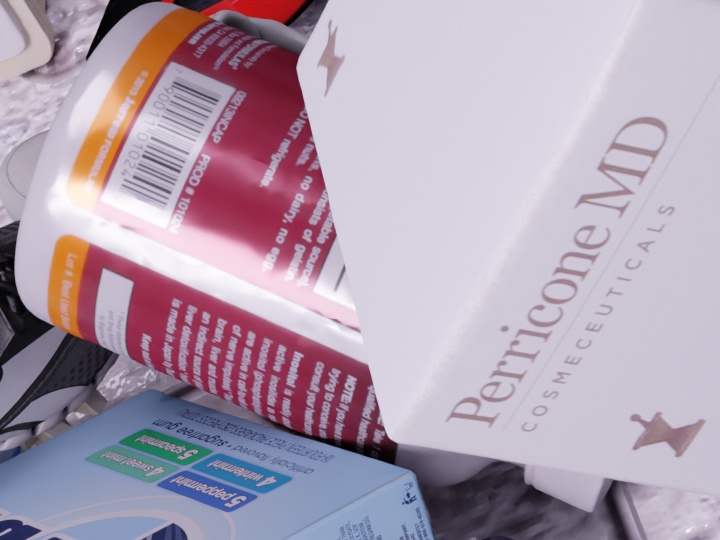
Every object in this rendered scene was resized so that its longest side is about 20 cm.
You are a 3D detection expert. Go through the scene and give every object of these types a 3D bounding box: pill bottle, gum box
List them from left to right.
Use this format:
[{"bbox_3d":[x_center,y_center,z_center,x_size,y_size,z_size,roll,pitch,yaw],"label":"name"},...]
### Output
[{"bbox_3d":[-0.101,0.108,0.917,0.200,0.045,0.170,-26,20,-27],"label":"gum box"},{"bbox_3d":[0.000,0.000,0.953,0.200,0.113,0.113,24,58,9],"label":"pill bottle"}]

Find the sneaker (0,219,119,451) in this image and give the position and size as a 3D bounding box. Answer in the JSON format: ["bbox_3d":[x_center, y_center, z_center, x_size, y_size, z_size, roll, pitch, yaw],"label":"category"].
[{"bbox_3d":[-0.138,0.028,0.988,0.200,0.091,0.066,-36,77,-31],"label":"sneaker"}]

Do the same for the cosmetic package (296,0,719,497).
[{"bbox_3d":[0.112,-0.048,0.837,0.166,0.200,0.167,-104,32,-45],"label":"cosmetic package"}]

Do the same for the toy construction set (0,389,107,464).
[{"bbox_3d":[-0.188,0.087,1.055,0.200,0.092,0.131,-44,15,-27],"label":"toy construction set"}]

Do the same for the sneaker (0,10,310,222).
[{"bbox_3d":[-0.055,-0.055,1.064,0.200,0.092,0.076,-5,45,31],"label":"sneaker"}]

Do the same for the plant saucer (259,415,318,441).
[{"bbox_3d":[0.030,-0.023,1.074,0.200,0.035,0.200,-18,41,16],"label":"plant saucer"}]

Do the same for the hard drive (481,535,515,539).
[{"bbox_3d":[0.008,0.169,0.873,0.135,0.042,0.200,-20,40,15],"label":"hard drive"}]

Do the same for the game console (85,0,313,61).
[{"bbox_3d":[-0.036,-0.175,1.207,0.177,0.031,0.200,-16,49,61],"label":"game console"}]

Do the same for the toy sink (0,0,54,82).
[{"bbox_3d":[-0.207,-0.143,1.286,0.112,0.130,0.200,-21,39,13],"label":"toy sink"}]
